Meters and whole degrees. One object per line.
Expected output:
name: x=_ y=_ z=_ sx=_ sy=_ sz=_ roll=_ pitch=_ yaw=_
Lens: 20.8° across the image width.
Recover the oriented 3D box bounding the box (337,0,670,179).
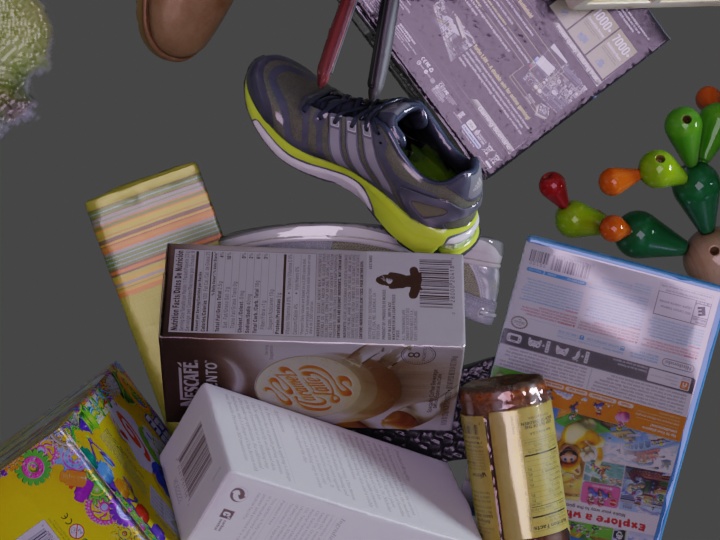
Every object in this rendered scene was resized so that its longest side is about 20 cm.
box: x=0.086 y=-0.190 z=1.360 sx=0.164 sy=0.086 sz=0.200 roll=-38 pitch=96 yaw=-1

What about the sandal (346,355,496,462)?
sandal: x=0.067 y=0.104 z=1.405 sx=0.200 sy=0.048 sz=0.076 roll=-13 pitch=96 yaw=9

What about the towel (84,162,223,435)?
towel: x=-0.123 y=0.029 z=1.396 sx=0.086 sy=0.018 sz=0.201 roll=-19 pitch=96 yaw=1

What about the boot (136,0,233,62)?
boot: x=-0.061 y=-0.210 z=1.288 sx=0.066 sy=0.200 sz=0.176 roll=18 pitch=93 yaw=-37

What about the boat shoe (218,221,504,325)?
boat shoe: x=0.001 y=0.000 z=1.375 sx=0.201 sy=0.074 sz=0.065 roll=4 pitch=89 yaw=-12

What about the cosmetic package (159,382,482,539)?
cosmetic package: x=-0.026 y=0.156 z=1.308 sx=0.200 sy=0.102 sz=0.071 roll=20 pitch=114 yaw=-26

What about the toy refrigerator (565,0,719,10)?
toy refrigerator: x=0.224 y=-0.218 z=1.317 sx=0.200 sy=0.076 sz=0.070 roll=-7 pitch=75 yaw=-40

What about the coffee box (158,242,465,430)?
coffee box: x=-0.033 y=0.046 z=1.324 sx=0.199 sy=0.114 sz=0.080 roll=2 pitch=55 yaw=-1

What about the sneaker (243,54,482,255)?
sneaker: x=0.008 y=-0.095 z=1.340 sx=0.200 sy=0.081 sz=0.074 roll=34 pitch=49 yaw=12

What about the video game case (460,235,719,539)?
video game case: x=0.159 y=0.090 z=1.355 sx=0.143 sy=0.018 sz=0.201 roll=15 pitch=98 yaw=8

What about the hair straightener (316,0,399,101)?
hair straightener: x=0.034 y=-0.207 z=1.297 sx=0.077 sy=0.041 sz=0.201 roll=17 pitch=88 yaw=-6

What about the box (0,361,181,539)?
box: x=-0.166 y=0.191 z=1.307 sx=0.122 sy=0.193 sz=0.200 roll=-36 pitch=95 yaw=9

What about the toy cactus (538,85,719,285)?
toy cactus: x=0.236 y=-0.042 z=1.393 sx=0.200 sy=0.102 sz=0.165 roll=-23 pitch=114 yaw=-5

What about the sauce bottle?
sauce bottle: x=0.109 y=0.172 z=1.331 sx=0.066 sy=0.066 sz=0.201 roll=-7 pitch=95 yaw=-4
